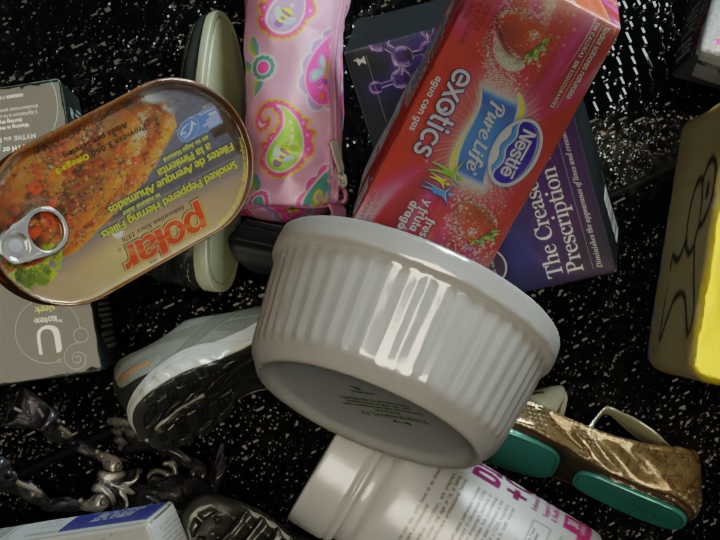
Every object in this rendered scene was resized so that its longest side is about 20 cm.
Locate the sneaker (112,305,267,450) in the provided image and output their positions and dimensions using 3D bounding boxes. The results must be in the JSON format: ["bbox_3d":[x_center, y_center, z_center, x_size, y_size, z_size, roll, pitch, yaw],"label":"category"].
[{"bbox_3d":[-0.083,0.052,1.459,0.200,0.079,0.074,-21,127,-22],"label":"sneaker"}]

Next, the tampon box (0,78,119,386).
[{"bbox_3d":[-0.259,-0.019,1.444,0.150,0.126,0.200,-8,90,-1],"label":"tampon box"}]

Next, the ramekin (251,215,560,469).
[{"bbox_3d":[0.021,0.053,1.342,0.202,0.202,0.094,24,71,1],"label":"ramekin"}]

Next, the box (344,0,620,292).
[{"bbox_3d":[0.086,-0.086,1.423,0.141,0.079,0.200,-12,112,15],"label":"box"}]

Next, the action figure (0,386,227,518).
[{"bbox_3d":[-0.172,0.153,1.460,0.200,0.102,0.119,29,81,-25],"label":"action figure"}]

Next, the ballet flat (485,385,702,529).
[{"bbox_3d":[0.151,0.121,1.481,0.200,0.071,0.065,23,62,-2],"label":"ballet flat"}]

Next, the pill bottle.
[{"bbox_3d":[0.057,0.183,1.447,0.200,0.113,0.113,31,90,1],"label":"pill bottle"}]

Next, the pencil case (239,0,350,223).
[{"bbox_3d":[-0.044,-0.131,1.464,0.087,0.087,0.200,1,88,0],"label":"pencil case"}]

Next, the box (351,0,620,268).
[{"bbox_3d":[0.079,-0.105,1.318,0.095,0.100,0.200,25,114,-6],"label":"box"}]

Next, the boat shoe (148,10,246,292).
[{"bbox_3d":[-0.123,-0.084,1.475,0.066,0.074,0.200,-1,90,23],"label":"boat shoe"}]

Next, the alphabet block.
[{"bbox_3d":[0.313,-0.007,1.404,0.196,0.200,0.196,7,90,0],"label":"alphabet block"}]

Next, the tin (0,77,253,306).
[{"bbox_3d":[-0.163,-0.051,1.378,0.200,0.042,0.112,-30,96,-27],"label":"tin"}]

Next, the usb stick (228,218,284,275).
[{"bbox_3d":[0.000,0.000,1.424,0.200,0.055,0.033,12,68,30],"label":"usb stick"}]

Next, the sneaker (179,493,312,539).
[{"bbox_3d":[-0.064,0.205,1.429,0.066,0.090,0.200,-50,126,-1],"label":"sneaker"}]

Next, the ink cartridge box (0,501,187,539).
[{"bbox_3d":[-0.174,0.262,1.399,0.196,0.043,0.200,-12,105,32],"label":"ink cartridge box"}]

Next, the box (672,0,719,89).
[{"bbox_3d":[0.333,-0.168,1.439,0.200,0.132,0.115,14,88,1],"label":"box"}]
